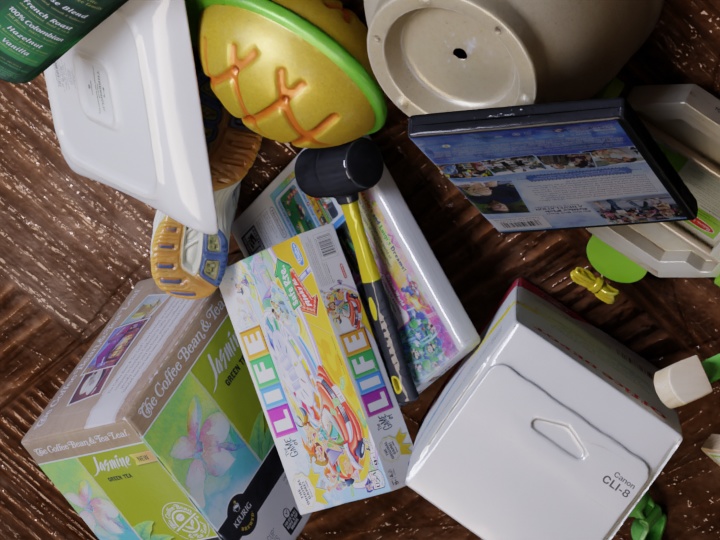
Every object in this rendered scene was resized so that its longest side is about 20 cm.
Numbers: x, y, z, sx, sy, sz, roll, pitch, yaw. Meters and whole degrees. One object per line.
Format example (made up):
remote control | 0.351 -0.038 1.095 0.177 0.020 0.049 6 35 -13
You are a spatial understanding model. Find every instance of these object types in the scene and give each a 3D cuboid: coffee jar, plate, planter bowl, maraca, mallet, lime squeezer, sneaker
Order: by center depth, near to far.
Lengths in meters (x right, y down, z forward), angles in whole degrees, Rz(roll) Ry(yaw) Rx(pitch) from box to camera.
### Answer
planter bowl | 0.082 -0.170 1.609 0.200 0.135 0.201 18 137 17
coffee jar | -0.194 -0.212 1.677 0.085 0.105 0.200 33 141 -24
maraca | -0.067 -0.157 1.738 0.200 0.107 0.137 31 158 11
plate | -0.182 -0.136 1.799 0.200 0.032 0.200 25 131 49
mallet | 0.000 0.000 1.802 0.066 0.041 0.201 4 111 49
sneaker | -0.121 -0.081 1.875 0.075 0.088 0.201 14 116 -8
lime squeezer | 0.210 0.196 1.966 0.070 0.038 0.200 -15 122 41

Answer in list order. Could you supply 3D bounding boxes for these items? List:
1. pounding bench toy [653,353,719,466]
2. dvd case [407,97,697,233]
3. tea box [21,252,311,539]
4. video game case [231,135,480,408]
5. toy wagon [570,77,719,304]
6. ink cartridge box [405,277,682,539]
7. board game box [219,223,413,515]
pounding bench toy | 0.317 0.080 1.681 0.200 0.156 0.124 40 171 -9
dvd case | 0.129 -0.066 1.614 0.142 0.018 0.200 -4 161 20
tea box | -0.130 0.130 1.992 0.133 0.200 0.197 -16 121 42
video game case | -0.008 0.008 1.859 0.182 0.024 0.200 -43 71 49
toy wagon | 0.207 -0.049 1.723 0.155 0.040 0.200 34 140 -1
ink cartridge box | 0.132 0.114 1.778 0.145 0.200 0.145 35 99 -1
board game box | -0.033 0.077 1.863 0.134 0.034 0.201 -23 87 56
